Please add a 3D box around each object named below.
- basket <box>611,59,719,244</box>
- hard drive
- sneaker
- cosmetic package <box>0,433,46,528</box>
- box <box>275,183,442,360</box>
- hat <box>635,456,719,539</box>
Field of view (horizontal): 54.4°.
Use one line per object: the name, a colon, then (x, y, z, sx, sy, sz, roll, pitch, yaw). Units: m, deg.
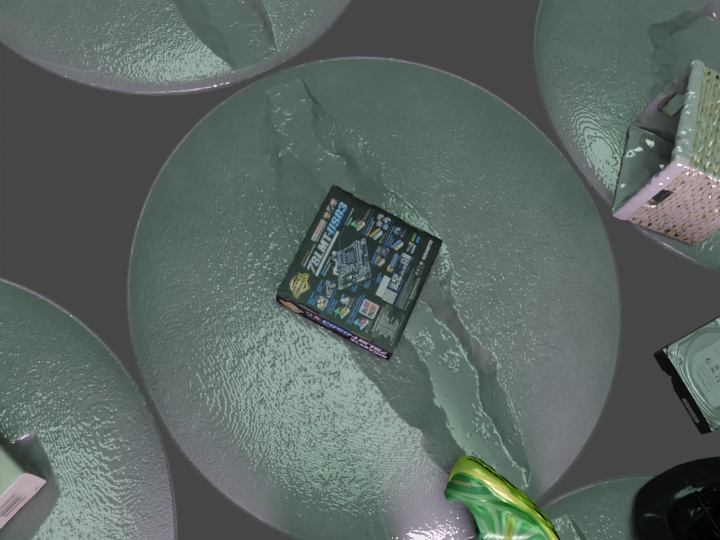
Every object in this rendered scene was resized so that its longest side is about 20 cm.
basket: (0.529, -0.178, 1.120, 0.158, 0.199, 0.203, 22, 68, -1)
hard drive: (0.575, 0.146, 1.092, 0.196, 0.038, 0.142, -23, 75, -16)
sneaker: (0.198, 0.341, 0.961, 0.199, 0.074, 0.084, 40, 94, 4)
cosmetic package: (-0.506, 0.225, 0.882, 0.199, 0.104, 0.087, 41, 69, 10)
box: (0.000, 0.000, 1.062, 0.195, 0.050, 0.203, 25, 69, 3)
hat: (0.488, 0.358, 0.972, 0.197, 0.082, 0.202, -19, 32, 13)
